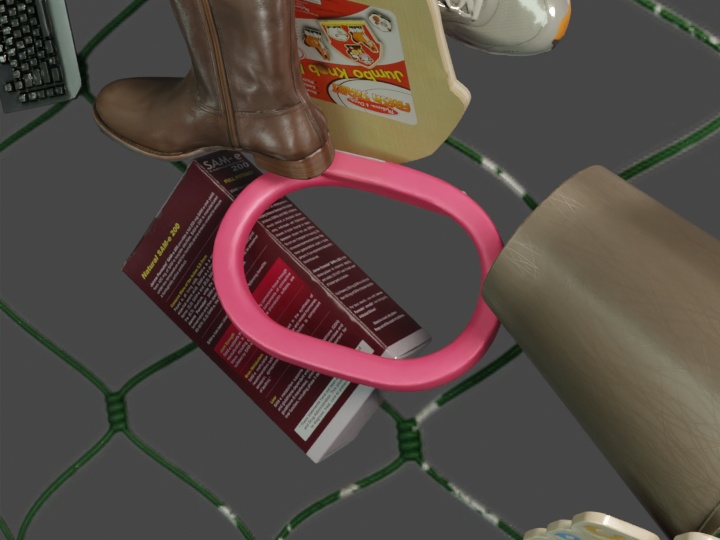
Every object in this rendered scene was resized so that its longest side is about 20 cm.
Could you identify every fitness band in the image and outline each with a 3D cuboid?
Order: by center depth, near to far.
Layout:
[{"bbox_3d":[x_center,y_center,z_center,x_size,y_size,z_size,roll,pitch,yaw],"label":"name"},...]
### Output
[{"bbox_3d":[0.000,0.000,1.320,0.198,0.037,0.145,16,84,10],"label":"fitness band"}]

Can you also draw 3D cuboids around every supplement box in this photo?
[{"bbox_3d":[-0.060,0.022,1.391,0.200,0.061,0.109,44,119,11],"label":"supplement box"}]

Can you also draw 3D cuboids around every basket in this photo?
[{"bbox_3d":[0.182,0.041,1.222,0.200,0.136,0.181,44,115,16],"label":"basket"}]

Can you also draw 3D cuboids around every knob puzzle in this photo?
[{"bbox_3d":[-0.016,-0.138,1.290,0.218,0.031,0.220,22,151,13],"label":"knob puzzle"}]

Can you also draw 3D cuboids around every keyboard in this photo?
[{"bbox_3d":[-0.275,-0.216,1.475,0.126,0.021,0.202,-8,98,30],"label":"keyboard"}]

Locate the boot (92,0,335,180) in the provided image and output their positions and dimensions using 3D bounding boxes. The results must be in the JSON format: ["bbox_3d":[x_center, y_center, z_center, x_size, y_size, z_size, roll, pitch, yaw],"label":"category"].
[{"bbox_3d":[-0.111,-0.150,1.261,0.185,0.065,0.201,10,147,20],"label":"boot"}]

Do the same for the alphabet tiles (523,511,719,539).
[{"bbox_3d":[0.203,0.193,1.224,0.194,0.015,0.200,23,161,-10],"label":"alphabet tiles"}]

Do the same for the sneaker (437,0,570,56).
[{"bbox_3d":[0.035,-0.186,1.265,0.199,0.092,0.076,27,114,20],"label":"sneaker"}]
